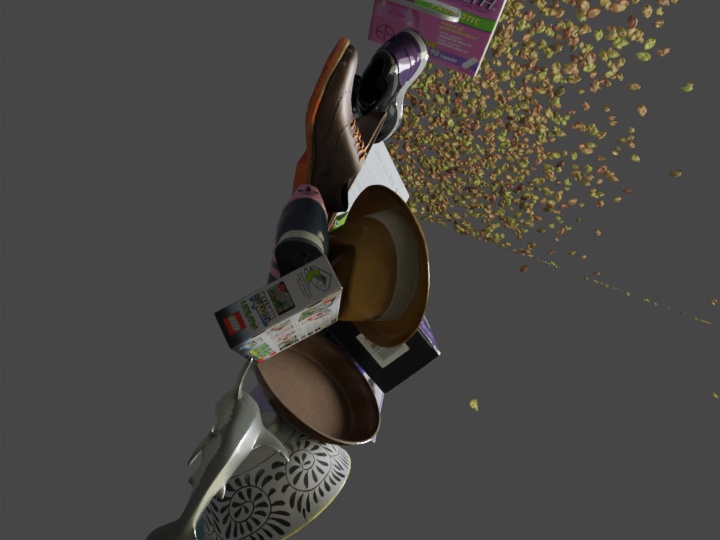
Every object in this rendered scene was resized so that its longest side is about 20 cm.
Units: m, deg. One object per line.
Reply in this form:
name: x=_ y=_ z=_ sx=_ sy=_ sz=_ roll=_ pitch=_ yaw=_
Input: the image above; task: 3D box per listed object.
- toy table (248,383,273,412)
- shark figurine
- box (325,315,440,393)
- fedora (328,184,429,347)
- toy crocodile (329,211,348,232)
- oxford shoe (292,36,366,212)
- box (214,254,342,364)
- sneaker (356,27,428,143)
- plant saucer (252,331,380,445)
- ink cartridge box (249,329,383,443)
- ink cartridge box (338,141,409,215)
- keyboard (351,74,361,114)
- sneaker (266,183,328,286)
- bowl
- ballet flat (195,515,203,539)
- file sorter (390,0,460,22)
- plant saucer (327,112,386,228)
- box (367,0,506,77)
toy table: x=-0.100 y=0.231 z=0.961 sx=0.117 sy=0.179 sz=0.205 roll=-46 pitch=147 yaw=-58
shark figurine: x=-0.113 y=0.178 z=0.607 sx=0.129 sy=0.088 sz=0.216 roll=-55 pitch=-169 yaw=27
box: x=0.021 y=0.053 z=0.961 sx=0.103 sy=0.149 sz=0.201 roll=-35 pitch=-153 yaw=11
fedora: x=0.000 y=0.000 z=0.753 sx=0.199 sy=0.080 sz=0.206 roll=21 pitch=-64 yaw=55
toy crocodile: x=-0.062 y=-0.019 z=0.946 sx=0.066 sy=0.062 sz=0.202 roll=-13 pitch=-143 yaw=41
oxford shoe: x=-0.022 y=-0.148 z=0.690 sx=0.202 sy=0.071 sz=0.072 roll=107 pitch=2 yaw=-46
box: x=-0.074 y=0.046 z=0.637 sx=0.108 sy=0.035 sz=0.200 roll=-28 pitch=171 yaw=-9
sneaker: x=0.019 y=-0.247 z=0.912 sx=0.087 sy=0.076 sz=0.201 roll=-38 pitch=166 yaw=-31
plant saucer: x=-0.061 y=0.142 z=0.801 sx=0.037 sy=0.199 sz=0.201 roll=-48 pitch=-173 yaw=20
ink cartridge box: x=-0.050 y=0.136 z=0.937 sx=0.043 sy=0.199 sz=0.199 roll=-45 pitch=-170 yaw=25
ink cartridge box: x=0.003 y=-0.108 z=1.121 sx=0.203 sy=0.040 sz=0.200 roll=-63 pitch=148 yaw=-19
keyboard: x=-0.021 y=-0.222 z=0.953 sx=0.200 sy=0.020 sz=0.130 roll=108 pitch=1 yaw=-80
sneaker: x=-0.067 y=-0.021 z=0.738 sx=0.201 sy=0.068 sz=0.084 roll=121 pitch=-22 yaw=-63
bowl: x=-0.117 y=0.233 z=0.775 sx=0.201 sy=0.197 sz=0.096 roll=-68 pitch=135 yaw=-75
ballet flat: x=-0.183 y=0.359 z=0.786 sx=0.067 sy=0.073 sz=0.200 roll=-35 pitch=-172 yaw=12
file sorter: x=0.065 y=-0.341 z=0.574 sx=0.139 sy=0.122 sz=0.204 roll=-68 pitch=177 yaw=-63
plant saucer: x=-0.026 y=-0.126 z=0.859 sx=0.204 sy=0.036 sz=0.200 roll=-62 pitch=-177 yaw=5
box: x=0.116 y=-0.396 z=0.889 sx=0.201 sy=0.172 sz=0.099 roll=108 pitch=1 yaw=-62
